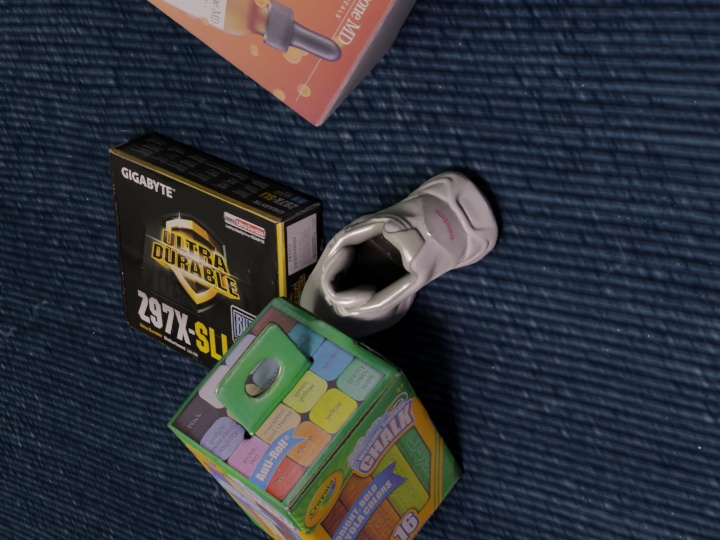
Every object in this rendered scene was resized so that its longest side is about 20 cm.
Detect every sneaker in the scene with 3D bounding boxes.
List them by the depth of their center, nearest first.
[{"bbox_3d":[0.000,0.000,1.151,0.078,0.099,0.200,58,141,7],"label":"sneaker"}]

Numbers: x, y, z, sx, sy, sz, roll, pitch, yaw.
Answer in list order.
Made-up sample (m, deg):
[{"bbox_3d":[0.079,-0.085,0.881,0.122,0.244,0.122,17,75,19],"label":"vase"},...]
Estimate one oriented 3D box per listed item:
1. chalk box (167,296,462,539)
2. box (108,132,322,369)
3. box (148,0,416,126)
[{"bbox_3d":[-0.034,0.113,1.167,0.124,0.125,0.200,31,163,34],"label":"chalk box"},{"bbox_3d":[-0.111,-0.002,1.317,0.200,0.049,0.160,24,129,39],"label":"box"},{"bbox_3d":[-0.053,-0.217,1.042,0.200,0.106,0.152,37,137,2],"label":"box"}]
